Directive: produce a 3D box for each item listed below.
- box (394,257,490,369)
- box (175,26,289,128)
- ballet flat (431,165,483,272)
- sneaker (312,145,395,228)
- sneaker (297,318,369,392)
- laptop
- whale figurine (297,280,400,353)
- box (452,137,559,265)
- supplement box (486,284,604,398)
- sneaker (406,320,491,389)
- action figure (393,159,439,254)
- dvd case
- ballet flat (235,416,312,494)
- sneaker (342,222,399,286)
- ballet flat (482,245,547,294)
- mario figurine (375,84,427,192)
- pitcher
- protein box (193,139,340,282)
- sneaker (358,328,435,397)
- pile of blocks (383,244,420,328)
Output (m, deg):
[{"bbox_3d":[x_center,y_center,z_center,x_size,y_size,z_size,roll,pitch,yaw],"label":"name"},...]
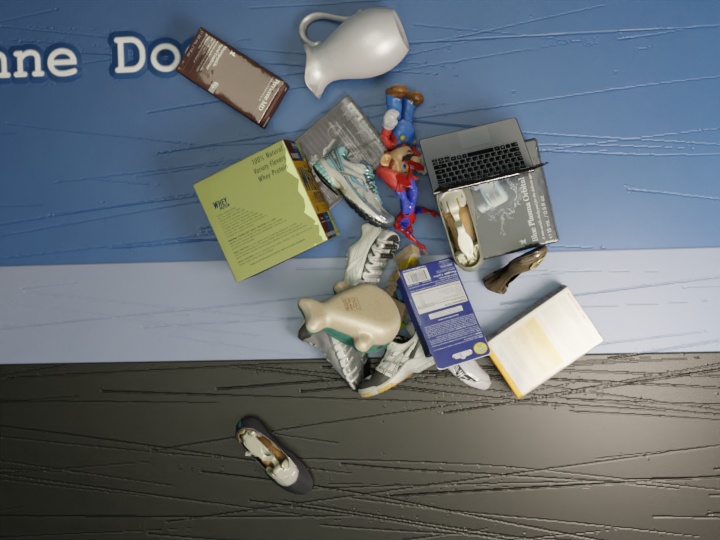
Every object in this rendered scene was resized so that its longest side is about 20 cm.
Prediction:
[{"bbox_3d":[0.152,0.082,1.602,0.120,0.032,0.202,-13,70,-23],"label":"box"},{"bbox_3d":[-0.250,-0.375,1.688,0.199,0.075,0.101,32,94,1],"label":"box"},{"bbox_3d":[0.178,-0.095,1.554,0.067,0.064,0.202,-17,90,10],"label":"ballet flat"},{"bbox_3d":[0.001,-0.163,1.646,0.200,0.078,0.086,44,87,15],"label":"sneaker"},{"bbox_3d":[-0.060,0.149,1.703,0.115,0.075,0.202,-4,117,37],"label":"sneaker"},{"bbox_3d":[0.208,-0.207,1.503,0.185,0.116,0.202,-12,57,1],"label":"laptop"},{"bbox_3d":[-0.026,0.095,1.592,0.198,0.104,0.160,0,50,-30],"label":"whale figurine"},{"bbox_3d":[0.255,-0.127,1.637,0.198,0.117,0.199,-14,91,6],"label":"box"},{"bbox_3d":[0.347,0.135,1.660,0.199,0.074,0.127,-34,89,5],"label":"supplement box"},{"bbox_3d":[0.194,0.134,1.670,0.199,0.075,0.115,40,97,5],"label":"sneaker"},{"bbox_3d":[0.109,-0.110,1.612,0.099,0.201,0.065,36,68,16],"label":"action figure"},{"bbox_3d":[-0.053,-0.224,1.706,0.199,0.016,0.149,-39,90,4],"label":"dvd case"},{"bbox_3d":[-0.176,0.375,1.712,0.073,0.073,0.200,-44,89,5],"label":"ballet flat"},{"bbox_3d":[0.000,0.000,1.691,0.081,0.075,0.201,34,102,28],"label":"sneaker"},{"bbox_3d":[0.291,0.003,1.608,0.067,0.200,0.047,-22,81,-28],"label":"ballet flat"},{"bbox_3d":[0.092,-0.247,1.645,0.122,0.106,0.203,4,86,-13],"label":"mario figurine"},{"bbox_3d":[-0.019,-0.443,1.655,0.198,0.121,0.173,-20,75,16],"label":"pitcher"},{"bbox_3d":[-0.175,-0.115,1.649,0.197,0.135,0.202,-24,92,11],"label":"protein box"},{"bbox_3d":[0.068,0.169,1.651,0.199,0.076,0.088,-33,83,22],"label":"sneaker"},{"bbox_3d":[0.084,0.052,1.678,0.082,0.062,0.202,30,99,45],"label":"pile of blocks"}]
